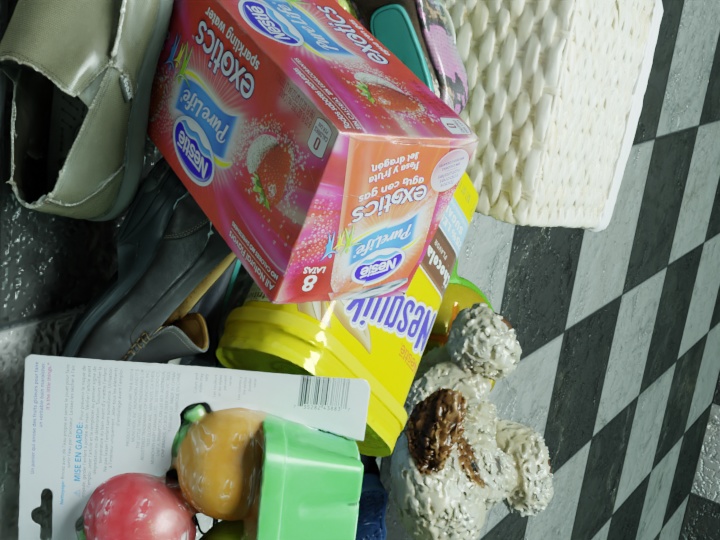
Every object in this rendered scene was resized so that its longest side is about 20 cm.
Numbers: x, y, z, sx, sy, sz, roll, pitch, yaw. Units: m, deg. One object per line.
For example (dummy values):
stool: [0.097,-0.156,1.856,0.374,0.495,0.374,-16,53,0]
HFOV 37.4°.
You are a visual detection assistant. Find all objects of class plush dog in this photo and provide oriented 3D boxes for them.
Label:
plush dog: [0.068,0.151,0.876,0.172,0.157,0.203,-70,145,-64]

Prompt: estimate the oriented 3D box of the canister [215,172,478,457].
canister: [0.000,0.000,0.718,0.149,0.085,0.203,47,56,-44]

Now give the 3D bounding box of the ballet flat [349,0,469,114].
ballet flat: [0.028,-0.195,0.736,0.071,0.068,0.203,-38,113,-48]

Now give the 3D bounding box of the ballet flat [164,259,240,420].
ballet flat: [-0.118,0.030,0.700,0.073,0.072,0.204,-12,119,-57]

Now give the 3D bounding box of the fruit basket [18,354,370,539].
fruit basket: [-0.100,0.143,0.629,0.094,0.196,0.189,-95,-170,-76]

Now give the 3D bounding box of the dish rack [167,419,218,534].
dish rack: [-0.108,0.188,0.709,0.150,0.055,0.203,3,121,-20]

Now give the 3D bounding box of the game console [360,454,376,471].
game console: [-0.025,0.062,0.802,0.199,0.031,0.180,19,81,-61]

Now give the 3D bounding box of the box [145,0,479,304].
box: [-0.042,-0.084,0.569,0.094,0.201,0.101,-3,131,-39]

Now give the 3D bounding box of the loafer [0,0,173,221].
loafer: [-0.146,-0.117,0.552,0.069,0.074,0.204,-27,128,-57]

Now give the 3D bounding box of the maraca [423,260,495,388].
maraca: [0.065,0.060,0.990,0.136,0.107,0.202,-35,124,-16]

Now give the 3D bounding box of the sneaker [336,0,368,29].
sneaker: [-0.011,-0.121,0.800,0.090,0.077,0.204,-16,114,-47]

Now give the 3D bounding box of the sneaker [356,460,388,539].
sneaker: [-0.017,0.206,0.963,0.069,0.079,0.201,-13,148,-18]

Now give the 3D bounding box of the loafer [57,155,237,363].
loafer: [-0.123,0.031,0.631,0.202,0.072,0.073,-61,177,20]

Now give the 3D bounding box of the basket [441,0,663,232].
basket: [0.112,-0.146,0.869,0.160,0.196,0.204,-8,113,-54]
